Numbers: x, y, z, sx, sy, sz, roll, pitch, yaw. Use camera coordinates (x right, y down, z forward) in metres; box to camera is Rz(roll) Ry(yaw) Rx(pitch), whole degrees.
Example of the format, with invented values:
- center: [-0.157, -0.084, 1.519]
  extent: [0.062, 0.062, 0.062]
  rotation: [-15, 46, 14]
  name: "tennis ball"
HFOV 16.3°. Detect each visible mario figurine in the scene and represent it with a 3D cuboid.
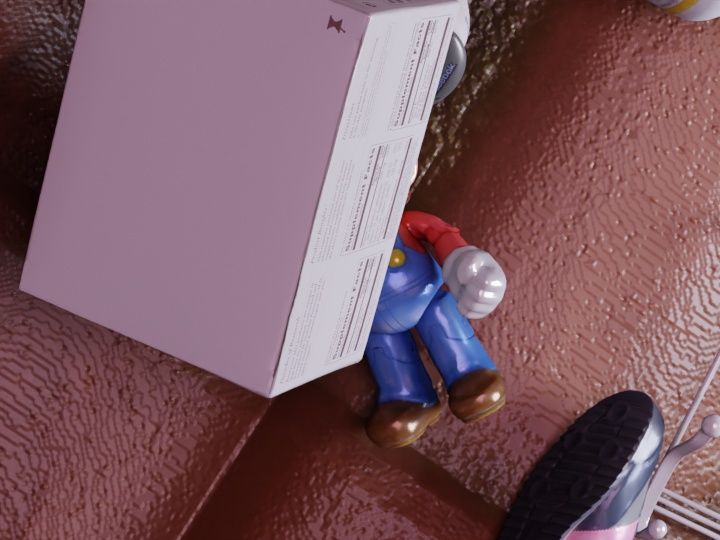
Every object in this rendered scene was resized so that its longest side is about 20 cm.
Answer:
- center: [0.000, 0.000, 1.358]
  extent: [0.123, 0.106, 0.201]
  rotation: [-27, 99, -12]
  name: "mario figurine"

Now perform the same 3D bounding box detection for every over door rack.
- center: [0.260, 0.090, 1.450]
  extent: [0.147, 0.067, 0.201]
  rotation: [26, 83, -15]
  name: "over door rack"

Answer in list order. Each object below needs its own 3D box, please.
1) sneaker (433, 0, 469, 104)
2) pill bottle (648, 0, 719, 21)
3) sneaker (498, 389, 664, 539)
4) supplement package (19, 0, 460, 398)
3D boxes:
- center: [-0.032, -0.151, 1.368]
  extent: [0.199, 0.087, 0.075]
  rotation: [24, 123, 2]
  name: "sneaker"
- center: [0.173, -0.209, 1.402]
  extent: [0.200, 0.112, 0.112]
  rotation: [27, 83, -14]
  name: "pill bottle"
- center: [0.125, 0.166, 1.421]
  extent: [0.082, 0.070, 0.200]
  rotation: [36, 82, -31]
  name: "sneaker"
- center: [-0.063, -0.063, 1.273]
  extent: [0.155, 0.111, 0.201]
  rotation: [22, 107, 21]
  name: "supplement package"
